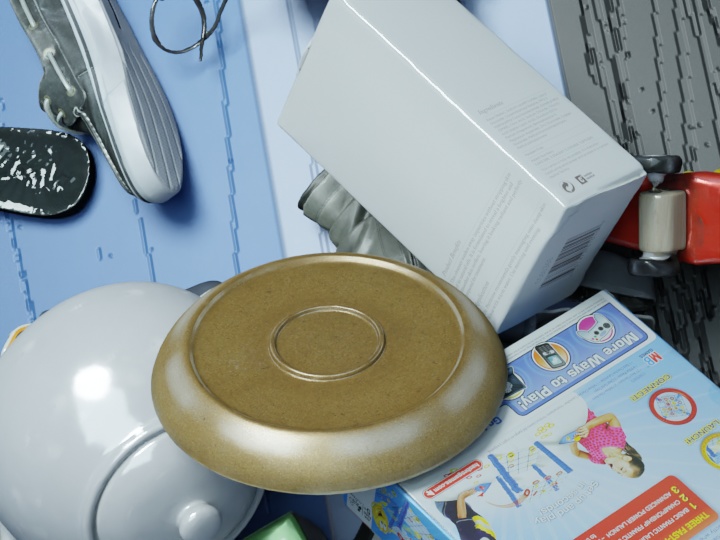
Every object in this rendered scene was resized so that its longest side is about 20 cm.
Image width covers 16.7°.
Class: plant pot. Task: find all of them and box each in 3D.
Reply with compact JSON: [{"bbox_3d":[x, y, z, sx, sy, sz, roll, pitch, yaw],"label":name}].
[{"bbox_3d":[-0.018,0.048,1.367,0.200,0.028,0.200,-2,38,2],"label":"plant pot"}]

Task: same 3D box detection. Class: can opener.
[{"bbox_3d":[0.084,0.017,1.492,0.200,0.053,0.067,7,64,-16],"label":"can opener"}]

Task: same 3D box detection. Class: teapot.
[{"bbox_3d":[-0.128,0.116,1.457,0.197,0.200,0.146,-13,38,-27],"label":"teapot"}]

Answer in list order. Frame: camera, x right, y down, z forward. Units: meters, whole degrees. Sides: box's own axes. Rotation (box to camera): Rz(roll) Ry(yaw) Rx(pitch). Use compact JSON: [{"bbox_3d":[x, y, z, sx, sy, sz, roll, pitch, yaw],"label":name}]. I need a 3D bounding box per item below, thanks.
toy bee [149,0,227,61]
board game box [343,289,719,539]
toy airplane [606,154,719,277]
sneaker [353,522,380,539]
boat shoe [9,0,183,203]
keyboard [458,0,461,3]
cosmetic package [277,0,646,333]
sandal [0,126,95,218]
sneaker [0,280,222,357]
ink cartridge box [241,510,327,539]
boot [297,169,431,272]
[{"bbox_3d":[-0.033,-0.212,1.575,0.131,0.109,0.200,21,91,-29],"label":"toy bee"},{"bbox_3d":[0.128,0.127,1.351,0.200,0.056,0.196,-29,56,-30],"label":"board game box"},{"bbox_3d":[0.261,-0.033,1.457,0.200,0.141,0.199,-45,83,14],"label":"toy airplane"},{"bbox_3d":[0.069,0.151,1.505,0.115,0.076,0.201,42,59,-23],"label":"sneaker"},{"bbox_3d":[-0.176,-0.120,1.612,0.071,0.072,0.200,-30,63,12],"label":"boat shoe"},{"bbox_3d":[0.020,-0.185,1.551,0.104,0.040,0.200,-36,105,-31],"label":"keyboard"},{"bbox_3d":[0.055,-0.074,1.444,0.200,0.081,0.113,47,134,20],"label":"cosmetic package"},{"bbox_3d":[-0.276,-0.073,1.626,0.200,0.048,0.075,0,78,11],"label":"sandal"},{"bbox_3d":[-0.172,0.052,1.562,0.200,0.078,0.079,-35,79,4],"label":"sneaker"},{"bbox_3d":[-0.084,0.262,1.495,0.200,0.084,0.145,-31,73,4],"label":"ink cartridge box"},{"bbox_3d":[0.000,0.000,1.552,0.200,0.068,0.131,-38,68,-6],"label":"boot"}]
